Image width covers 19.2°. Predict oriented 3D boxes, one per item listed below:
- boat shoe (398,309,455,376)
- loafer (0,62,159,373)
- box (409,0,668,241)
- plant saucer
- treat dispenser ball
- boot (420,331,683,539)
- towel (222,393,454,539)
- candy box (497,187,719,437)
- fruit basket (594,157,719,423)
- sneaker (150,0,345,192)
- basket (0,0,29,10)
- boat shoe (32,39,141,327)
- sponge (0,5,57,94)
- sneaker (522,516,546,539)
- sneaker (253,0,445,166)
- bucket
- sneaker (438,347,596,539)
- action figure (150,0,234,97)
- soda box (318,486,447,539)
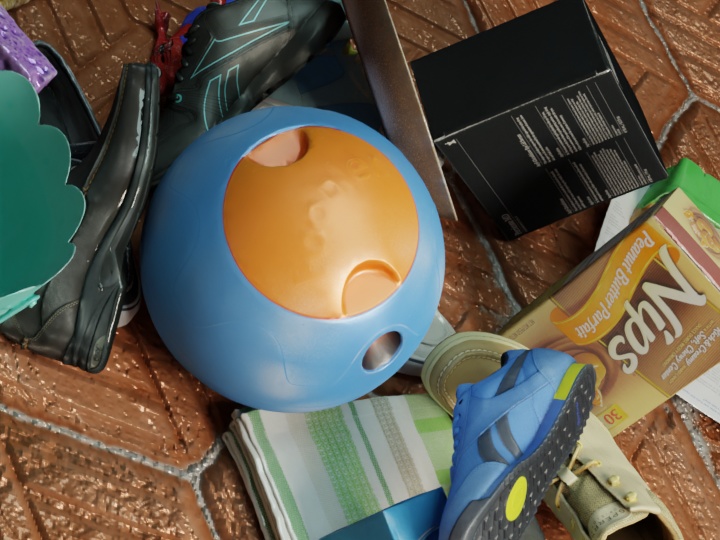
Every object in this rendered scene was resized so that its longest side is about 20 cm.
[{"bbox_3d":[0.000,0.000,1.530,0.200,0.070,0.071,38,40,-12],"label":"boat shoe"},{"bbox_3d":[-0.173,-0.039,1.343,0.072,0.073,0.201,14,84,-4],"label":"loafer"},{"bbox_3d":[0.139,-0.114,1.627,0.200,0.141,0.079,47,22,-61],"label":"box"},{"bbox_3d":[0.023,-0.126,1.487,0.200,0.032,0.201,-18,90,-88],"label":"plant saucer"},{"bbox_3d":[-0.045,-0.007,1.393,0.200,0.201,0.201,24,45,-27],"label":"treat dispenser ball"},{"bbox_3d":[0.138,0.134,1.488,0.200,0.073,0.156,40,10,-34],"label":"boot"},{"bbox_3d":[0.006,0.158,1.449,0.200,0.031,0.150,-1,62,-45],"label":"towel"},{"bbox_3d":[0.199,0.042,1.575,0.115,0.200,0.055,48,40,-1],"label":"candy box"},{"bbox_3d":[0.266,0.016,1.764,0.185,0.094,0.200,33,57,-17],"label":"fruit basket"},{"bbox_3d":[-0.103,-0.137,1.494,0.200,0.075,0.079,-46,100,-14],"label":"sneaker"},{"bbox_3d":[-0.240,-0.285,1.485,0.149,0.143,0.200,51,40,5],"label":"basket"},{"bbox_3d":[-0.189,-0.060,1.409,0.072,0.068,0.200,-3,62,-43],"label":"boat shoe"},{"bbox_3d":[-0.293,-0.167,1.367,0.200,0.112,0.030,50,38,2],"label":"sponge"},{"bbox_3d":[0.139,0.237,1.440,0.074,0.085,0.201,-11,76,-48],"label":"sneaker"},{"bbox_3d":[-0.007,-0.151,1.597,0.200,0.079,0.131,14,89,-35],"label":"sneaker"},{"bbox_3d":[-0.281,-0.036,1.254,0.207,0.135,0.208,24,44,-26],"label":"bucket"},{"bbox_3d":[0.085,0.121,1.391,0.078,0.066,0.200,15,41,22],"label":"sneaker"},{"bbox_3d":[-0.119,-0.182,1.576,0.052,0.065,0.200,58,34,-24],"label":"action figure"},{"bbox_3d":[0.051,0.247,1.357,0.064,0.068,0.200,-16,80,-48],"label":"soda box"}]
